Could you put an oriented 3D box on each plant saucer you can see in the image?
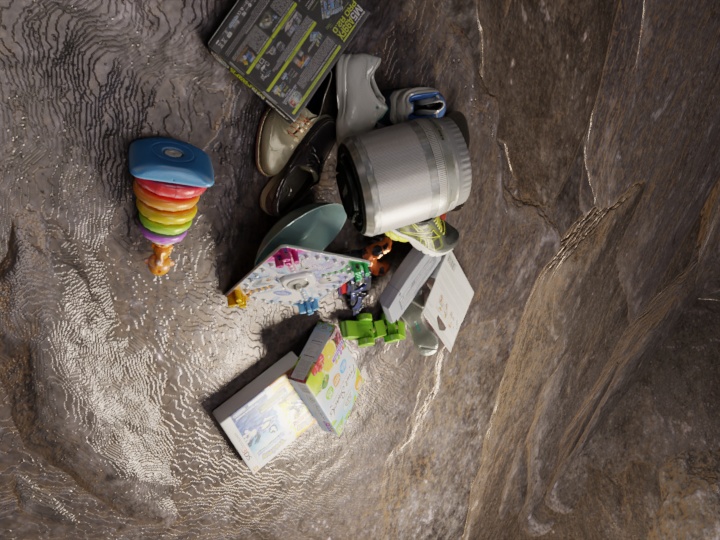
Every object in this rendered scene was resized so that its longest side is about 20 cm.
[{"bbox_3d":[-0.112,-0.061,0.946,0.198,0.039,0.202,-35,165,-11],"label":"plant saucer"}]

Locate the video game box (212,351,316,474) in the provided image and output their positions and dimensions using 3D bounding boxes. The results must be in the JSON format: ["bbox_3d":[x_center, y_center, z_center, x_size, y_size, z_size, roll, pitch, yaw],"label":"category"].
[{"bbox_3d":[-0.184,0.298,1.118,0.198,0.046,0.185,-36,134,-21],"label":"video game box"}]

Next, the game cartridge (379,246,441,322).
[{"bbox_3d":[0.111,0.009,1.145,0.202,0.040,0.134,-53,163,-12],"label":"game cartridge"}]

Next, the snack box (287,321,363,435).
[{"bbox_3d":[-0.067,0.230,1.140,0.144,0.052,0.203,-60,143,-35],"label":"snack box"}]

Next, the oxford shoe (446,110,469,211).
[{"bbox_3d":[0.200,-0.237,1.155,0.071,0.069,0.206,-51,143,-64],"label":"oxford shoe"}]

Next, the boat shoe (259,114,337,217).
[{"bbox_3d":[-0.094,-0.174,0.922,0.202,0.064,0.072,-53,134,-5],"label":"boat shoe"}]

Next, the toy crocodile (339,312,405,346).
[{"bbox_3d":[0.030,0.134,1.207,0.196,0.061,0.070,1,72,-40],"label":"toy crocodile"}]

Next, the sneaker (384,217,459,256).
[{"bbox_3d":[0.129,-0.085,1.038,0.196,0.077,0.084,11,147,-35],"label":"sneaker"}]

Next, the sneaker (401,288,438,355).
[{"bbox_3d":[0.127,0.098,1.267,0.068,0.081,0.205,-17,110,7],"label":"sneaker"}]

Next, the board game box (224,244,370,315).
[{"bbox_3d":[-0.110,0.025,0.956,0.196,0.027,0.198,10,147,-42],"label":"board game box"}]

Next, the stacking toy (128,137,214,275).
[{"bbox_3d":[-0.287,-0.080,0.794,0.113,0.111,0.204,4,123,-25],"label":"stacking toy"}]

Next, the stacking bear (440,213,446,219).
[{"bbox_3d":[0.145,-0.160,1.090,0.202,0.110,0.124,91,14,-59],"label":"stacking bear"}]

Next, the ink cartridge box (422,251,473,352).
[{"bbox_3d":[0.199,0.069,1.287,0.201,0.043,0.177,51,58,-45],"label":"ink cartridge box"}]

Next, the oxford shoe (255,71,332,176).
[{"bbox_3d":[-0.109,-0.243,0.864,0.070,0.073,0.205,15,103,-44],"label":"oxford shoe"}]

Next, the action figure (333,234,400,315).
[{"bbox_3d":[0.000,0.000,1.105,0.189,0.106,0.202,-23,154,-22],"label":"action figure"}]

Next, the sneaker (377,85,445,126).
[{"bbox_3d":[0.119,-0.292,0.978,0.196,0.145,0.083,-10,112,-34],"label":"sneaker"}]

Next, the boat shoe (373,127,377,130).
[{"bbox_3d":[0.021,-0.162,1.023,0.090,0.070,0.204,-35,133,-22],"label":"boat shoe"}]

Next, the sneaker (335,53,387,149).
[{"bbox_3d":[0.007,-0.262,0.923,0.076,0.086,0.206,-56,147,-59],"label":"sneaker"}]

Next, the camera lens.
[{"bbox_3d":[0.065,-0.156,0.888,0.194,0.161,0.164,-16,125,-11],"label":"camera lens"}]

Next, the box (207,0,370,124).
[{"bbox_3d":[-0.104,-0.350,0.787,0.159,0.044,0.202,36,88,-20],"label":"box"}]
